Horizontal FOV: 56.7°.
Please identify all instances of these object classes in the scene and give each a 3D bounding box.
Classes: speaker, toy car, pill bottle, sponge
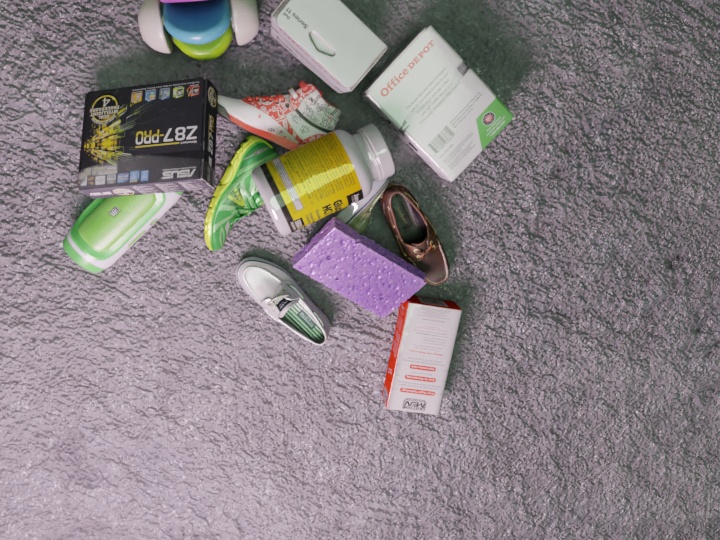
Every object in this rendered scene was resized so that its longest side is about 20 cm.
[{"bbox_3d":[-0.370,-0.090,1.049,0.200,0.088,0.088,-43,106,4],"label":"speaker"},{"bbox_3d":[-0.239,-0.406,0.952,0.175,0.150,0.200,-7,105,-6],"label":"toy car"},{"bbox_3d":[-0.054,-0.143,1.015,0.200,0.112,0.113,-26,106,-4],"label":"pill bottle"},{"bbox_3d":[0.000,0.000,1.110,0.200,0.030,0.112,30,124,-27],"label":"sponge"}]

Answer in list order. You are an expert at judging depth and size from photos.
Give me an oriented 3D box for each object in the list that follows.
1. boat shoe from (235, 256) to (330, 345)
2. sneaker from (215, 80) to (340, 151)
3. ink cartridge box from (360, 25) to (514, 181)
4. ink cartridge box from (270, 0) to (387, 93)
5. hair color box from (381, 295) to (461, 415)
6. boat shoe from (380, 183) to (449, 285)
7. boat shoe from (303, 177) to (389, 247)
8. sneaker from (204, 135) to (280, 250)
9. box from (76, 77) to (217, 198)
[{"bbox_3d":[-0.125,0.051,1.127,0.200,0.067,0.074,38,96,-15],"label":"boat shoe"},{"bbox_3d":[-0.131,-0.257,1.049,0.201,0.067,0.108,24,99,-16],"label":"sneaker"},{"bbox_3d":[0.120,-0.266,1.071,0.200,0.084,0.146,43,95,-15],"label":"ink cartridge box"},{"bbox_3d":[-0.051,-0.335,0.969,0.147,0.200,0.083,40,96,-15],"label":"ink cartridge box"},{"bbox_3d":[0.107,0.150,1.188,0.101,0.061,0.200,9,102,-10],"label":"hair color box"},{"bbox_3d":[0.093,-0.054,1.130,0.070,0.070,0.200,-34,107,0],"label":"boat shoe"},{"bbox_3d":[-0.014,-0.091,1.114,0.062,0.072,0.200,34,108,-28],"label":"boat shoe"},{"bbox_3d":[-0.191,-0.116,1.072,0.083,0.074,0.200,26,99,-9],"label":"sneaker"},{"bbox_3d":[-0.314,-0.194,0.989,0.200,0.049,0.161,-3,78,11],"label":"box"}]
